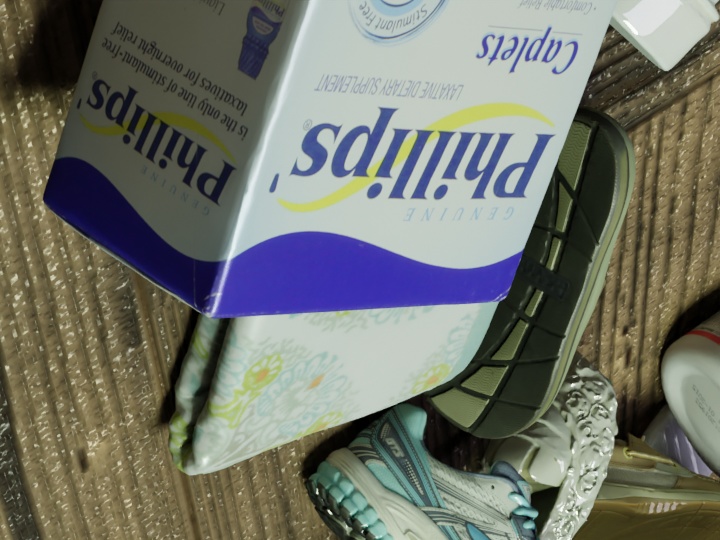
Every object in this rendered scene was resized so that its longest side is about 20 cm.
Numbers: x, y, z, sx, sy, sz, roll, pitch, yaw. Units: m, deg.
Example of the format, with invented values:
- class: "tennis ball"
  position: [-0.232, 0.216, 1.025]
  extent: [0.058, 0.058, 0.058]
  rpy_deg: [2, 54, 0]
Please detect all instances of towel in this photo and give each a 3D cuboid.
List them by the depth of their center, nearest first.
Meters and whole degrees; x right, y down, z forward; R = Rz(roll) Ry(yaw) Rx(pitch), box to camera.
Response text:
- class: "towel"
  position: [0.000, 0.000, 1.158]
  extent: [0.170, 0.048, 0.201]
  rpy_deg: [-16, 141, -35]

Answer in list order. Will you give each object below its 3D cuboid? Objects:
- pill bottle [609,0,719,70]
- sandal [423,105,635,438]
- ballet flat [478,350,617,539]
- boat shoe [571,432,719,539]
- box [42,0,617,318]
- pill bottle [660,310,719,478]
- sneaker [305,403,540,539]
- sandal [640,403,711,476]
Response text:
- class: "pill bottle"
  position: [0.165, -0.190, 1.043]
  extent: [0.200, 0.113, 0.113]
  rpy_deg: [-47, 151, 6]
- class: "sandal"
  position: [0.094, 0.005, 1.252]
  extent: [0.057, 0.080, 0.202]
  rpy_deg: [-25, 148, -54]
- class: "ballet flat"
  position: [0.086, 0.135, 1.356]
  extent: [0.072, 0.071, 0.201]
  rpy_deg: [34, 76, -60]
- class: "boat shoe"
  position: [0.159, 0.130, 1.469]
  extent: [0.199, 0.067, 0.074]
  rpy_deg: [13, 135, -43]
- class: "box"
  position: [0.001, -0.093, 0.936]
  extent: [0.183, 0.105, 0.201]
  rpy_deg: [-2, 118, -49]
- class: "pill bottle"
  position: [0.290, 0.043, 1.504]
  extent: [0.199, 0.109, 0.109]
  rpy_deg: [-32, 149, -19]
- class: "sneaker"
  position: [0.070, 0.147, 1.288]
  extent: [0.086, 0.200, 0.078]
  rpy_deg: [-48, 172, -14]
- class: "sandal"
  position: [0.157, 0.167, 1.550]
  extent: [0.079, 0.059, 0.207]
  rpy_deg: [45, 71, -32]
